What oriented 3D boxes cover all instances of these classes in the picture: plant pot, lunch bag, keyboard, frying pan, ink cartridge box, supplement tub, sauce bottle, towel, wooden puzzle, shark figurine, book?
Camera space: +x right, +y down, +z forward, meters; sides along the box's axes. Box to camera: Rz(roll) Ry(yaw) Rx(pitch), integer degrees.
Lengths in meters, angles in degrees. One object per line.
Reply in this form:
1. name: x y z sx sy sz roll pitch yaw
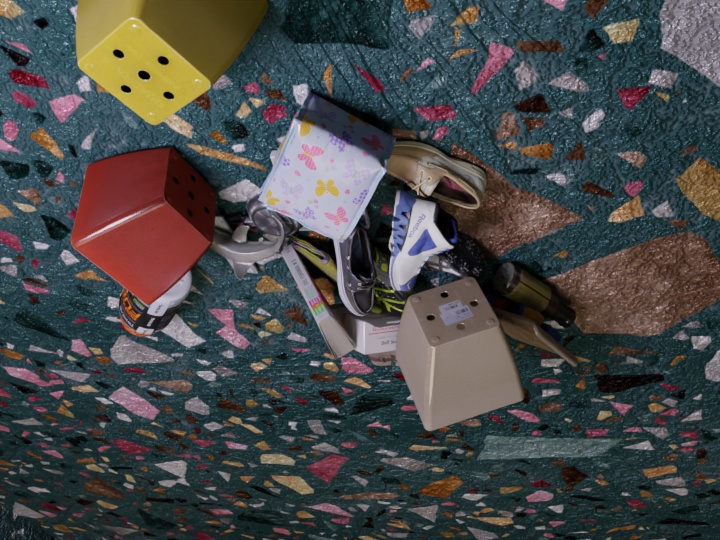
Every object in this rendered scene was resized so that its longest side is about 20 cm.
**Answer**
1. plant pot: 0.174 0.134 1.495 0.196 0.202 0.179 -16 132 -6
2. lunch bag: -0.060 -0.156 1.318 0.167 0.128 0.202 25 127 -7
3. plant pot: -0.365 -0.098 1.450 0.174 0.203 0.200 -24 135 20
4. keyboard: -0.261 -0.050 1.619 0.055 0.011 0.201 1 148 17
5. frying pan: -0.194 -0.105 1.517 0.185 0.031 0.116 7 145 9
6. ink cartridge box: 0.022 0.117 1.641 0.115 0.069 0.199 -5 -168 -32
7. supplement tub: -0.437 0.054 1.720 0.121 0.125 0.200 21 142 -18
8. sauce bottle: 0.346 0.055 1.606 0.198 0.066 0.064 32 139 -27
9. towel: -0.048 0.010 1.601 0.143 0.023 0.200 29 167 51
10. wooden puzzle: 0.326 0.107 1.628 0.184 0.047 0.199 36 174 -41
11. shark figurine: -0.203 -0.028 1.533 0.211 0.091 0.128 0 150 32
12. plant pot: -0.270 -0.325 1.110 0.198 0.179 0.199 -22 135 35
13. book: -0.087 0.057 1.594 0.047 0.201 0.134 -29 140 -3

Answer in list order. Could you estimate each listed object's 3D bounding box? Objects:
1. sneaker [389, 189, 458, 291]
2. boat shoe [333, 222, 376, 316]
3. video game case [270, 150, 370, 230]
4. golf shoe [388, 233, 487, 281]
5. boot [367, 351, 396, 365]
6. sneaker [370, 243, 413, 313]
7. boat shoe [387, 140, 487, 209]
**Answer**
1. sneaker: 0.111 -0.043 1.402 0.112 0.081 0.202 8 134 9
2. boat shoe: 0.000 0.000 1.497 0.066 0.069 0.204 26 131 49
3. video game case: -0.068 -0.142 1.461 0.140 0.018 0.202 -1 143 13
4. golf shoe: 0.144 -0.031 1.532 0.197 0.079 0.094 27 150 -12
5. boot: 0.029 0.163 1.822 0.195 0.071 0.147 5 147 6
6. sneaker: 0.027 -0.008 1.587 0.075 0.077 0.201 -21 117 44
7. boat shoe: 0.119 -0.157 1.358 0.196 0.067 0.074 15 145 -8
